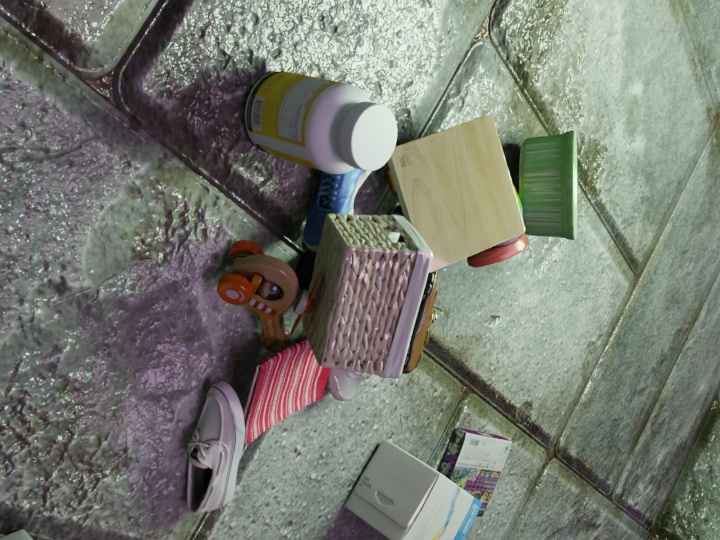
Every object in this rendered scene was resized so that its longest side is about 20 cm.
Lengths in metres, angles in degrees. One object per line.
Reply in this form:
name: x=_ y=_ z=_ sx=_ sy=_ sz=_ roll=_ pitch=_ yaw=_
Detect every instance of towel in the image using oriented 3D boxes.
towel: x=-0.102 y=0.167 z=1.204 sx=0.199 sy=0.022 sz=0.146 roll=-23 pitch=136 yaw=-55

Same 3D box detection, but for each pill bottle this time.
pill bottle: x=-0.050 y=-0.187 z=1.029 sx=0.111 sy=0.199 sz=0.113 roll=-21 pitch=121 yaw=-39

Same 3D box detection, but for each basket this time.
basket: x=0.003 y=0.032 z=1.114 sx=0.122 sy=0.136 sz=0.202 roll=4 pitch=114 yaw=-20

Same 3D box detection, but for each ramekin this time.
ramekin: x=0.350 y=-0.156 z=1.493 sx=0.200 sy=0.097 sz=0.203 roll=0 pitch=90 yaw=-74

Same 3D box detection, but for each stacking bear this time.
stacking bear: x=0.222 y=-0.127 z=1.415 sx=0.122 sy=0.112 sz=0.202 roll=-69 pitch=145 yaw=-62

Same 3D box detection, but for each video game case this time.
video game case: x=0.233 y=0.433 z=1.715 sx=0.199 sy=0.036 sz=0.183 roll=21 pitch=91 yaw=-49

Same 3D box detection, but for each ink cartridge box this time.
ink cartridge box: x=0.101 y=0.435 z=1.491 sx=0.145 sy=0.146 sz=0.200 roll=-58 pitch=138 yaw=-11

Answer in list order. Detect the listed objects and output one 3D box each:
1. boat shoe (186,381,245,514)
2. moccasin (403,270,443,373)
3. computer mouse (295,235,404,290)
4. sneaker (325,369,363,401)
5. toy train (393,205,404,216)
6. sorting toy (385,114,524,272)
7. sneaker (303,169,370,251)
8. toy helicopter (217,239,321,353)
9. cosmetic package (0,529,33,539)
boat shoe: x=-0.215 y=0.256 z=1.144 sx=0.065 sy=0.072 sz=0.202 roll=-15 pitch=125 yaw=-47
moccasin: x=0.093 y=0.070 z=1.329 sx=0.078 sy=0.073 sz=0.204 roll=24 pitch=72 yaw=-65
computer mouse: x=0.000 y=0.000 z=1.223 sx=0.198 sy=0.053 sz=0.140 roll=-2 pitch=79 yaw=-27
sneaker: x=0.003 y=0.122 z=1.291 sx=0.077 sy=0.099 sz=0.202 roll=5 pitch=102 yaw=-47
toy train: x=0.059 y=-0.012 z=1.345 sx=0.045 sy=0.034 sz=0.202 roll=-6 pitch=110 yaw=-43
sorting toy: x=0.144 y=-0.123 z=1.301 sx=0.197 sy=0.069 sz=0.202 roll=-21 pitch=99 yaw=-22
sneaker: x=-0.043 y=-0.134 z=1.149 sx=0.201 sy=0.076 sz=0.111 roll=-61 pitch=144 yaw=-15
toy helicopter: x=-0.117 y=0.051 z=1.128 sx=0.201 sy=0.131 sz=0.079 roll=87 pitch=11 yaw=-49
cosmetic package: x=-0.438 y=0.434 z=0.904 sx=0.199 sy=0.164 sz=0.167 roll=-15 pitch=116 yaw=-42
